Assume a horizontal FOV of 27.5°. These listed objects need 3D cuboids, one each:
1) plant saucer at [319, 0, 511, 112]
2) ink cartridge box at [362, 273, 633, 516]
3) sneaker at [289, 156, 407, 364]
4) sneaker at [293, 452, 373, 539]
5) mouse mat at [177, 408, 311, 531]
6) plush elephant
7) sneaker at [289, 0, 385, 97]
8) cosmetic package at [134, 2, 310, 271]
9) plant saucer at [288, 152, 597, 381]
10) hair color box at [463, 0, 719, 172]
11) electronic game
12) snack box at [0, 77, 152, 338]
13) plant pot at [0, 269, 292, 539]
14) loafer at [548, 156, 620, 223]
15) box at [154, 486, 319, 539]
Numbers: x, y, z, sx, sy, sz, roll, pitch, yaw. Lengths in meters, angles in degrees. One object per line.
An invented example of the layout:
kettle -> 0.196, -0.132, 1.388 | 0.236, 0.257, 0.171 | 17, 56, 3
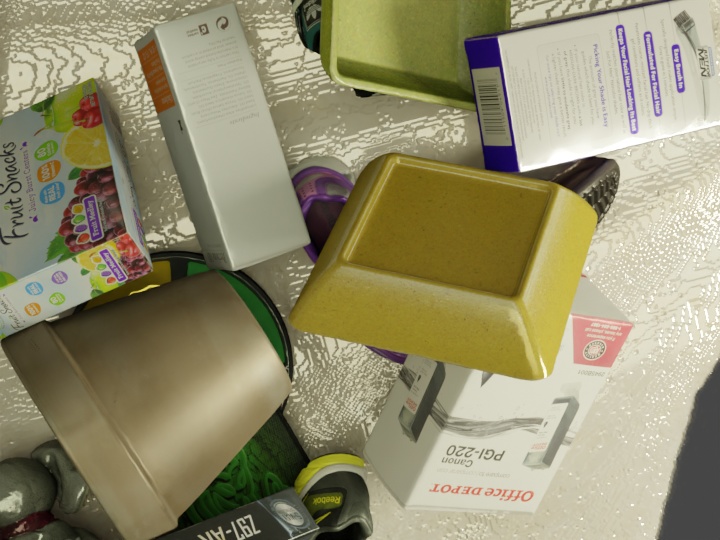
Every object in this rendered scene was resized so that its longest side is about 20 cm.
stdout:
plant saucer -> 0.037, -0.230, 1.159 | 0.199, 0.048, 0.201 | 5, 86, -44
ink cartridge box -> 0.110, 0.098, 1.206 | 0.145, 0.085, 0.200 | 9, 117, -34
sneaker -> 0.000, 0.000, 1.232 | 0.080, 0.088, 0.200 | -33, 100, 3
sneaker -> -0.049, 0.249, 1.253 | 0.074, 0.085, 0.200 | 13, 118, -21
mouse mat -> -0.132, 0.169, 1.269 | 0.161, 0.008, 0.200 | -28, 108, 4
plush elephant -> -0.288, 0.231, 1.242 | 0.164, 0.155, 0.200 | -6, 146, -34
sneaker -> -0.027, -0.229, 1.185 | 0.071, 0.080, 0.200 | -30, 101, 38
cosmetic package -> -0.113, -0.105, 1.193 | 0.071, 0.101, 0.200 | -20, 96, -16
plant saucer -> 0.067, -0.019, 1.118 | 0.199, 0.200, 0.049 | 11, 134, 13
hair color box -> 0.190, -0.152, 1.187 | 0.200, 0.065, 0.110 | -14, 101, -20
electronic game -> -0.158, 0.082, 1.266 | 0.199, 0.042, 0.201 | 0, 99, -1
snack box -> -0.252, -0.052, 1.168 | 0.142, 0.200, 0.053 | -25, 135, 4
plant pot -> -0.157, 0.092, 1.158 | 0.173, 0.200, 0.200 | -34, 99, -11
loafer -> 0.129, -0.040, 1.232 | 0.200, 0.073, 0.071 | -35, 60, -8
box -> -0.144, 0.267, 1.201 | 0.044, 0.160, 0.200 | 54, 132, 21
